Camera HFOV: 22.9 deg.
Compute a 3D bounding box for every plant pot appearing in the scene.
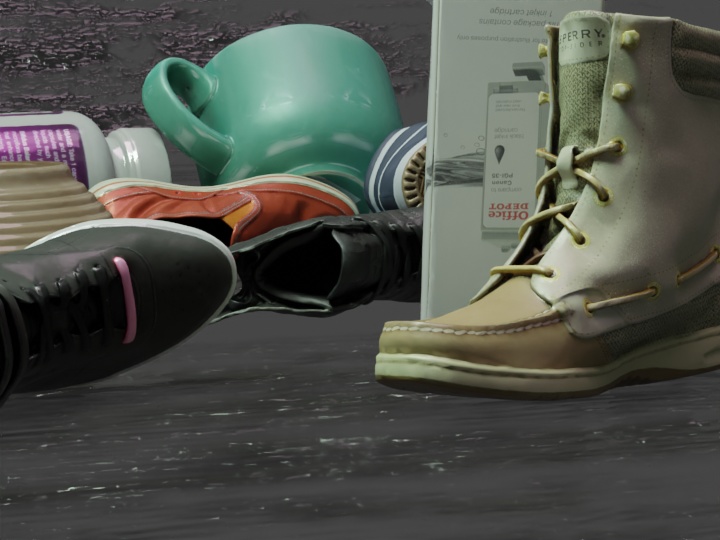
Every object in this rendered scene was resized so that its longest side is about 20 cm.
[{"bbox_3d":[-0.196,-0.007,0.903,0.199,0.093,0.201,-1,7,0],"label":"plant pot"}]

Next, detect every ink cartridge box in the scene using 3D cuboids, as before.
[{"bbox_3d":[0.075,-0.067,0.886,0.082,0.202,0.147,3,7,4],"label":"ink cartridge box"}]

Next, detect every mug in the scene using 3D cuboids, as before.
[{"bbox_3d":[-0.057,-0.081,1.274,0.184,0.153,0.115,-9,51,-7],"label":"mug"}]

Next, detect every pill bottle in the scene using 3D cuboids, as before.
[{"bbox_3d":[-0.235,-0.052,1.220,0.199,0.113,0.112,-4,7,-23],"label":"pill bottle"}]

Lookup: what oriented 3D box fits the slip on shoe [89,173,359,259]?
[{"bbox_3d":[-0.088,-0.023,1.183,0.199,0.074,0.061,1,37,-29],"label":"slip on shoe"}]

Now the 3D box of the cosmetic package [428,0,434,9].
[{"bbox_3d":[0.118,-0.137,1.145,0.082,0.200,0.051,-23,40,19],"label":"cosmetic package"}]

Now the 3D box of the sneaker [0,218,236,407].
[{"bbox_3d":[-0.134,0.025,0.726,0.199,0.071,0.099,-11,11,-22],"label":"sneaker"}]

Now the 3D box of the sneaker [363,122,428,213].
[{"bbox_3d":[0.093,-0.082,1.116,0.199,0.071,0.108,-25,7,-20],"label":"sneaker"}]

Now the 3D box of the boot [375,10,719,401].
[{"bbox_3d":[0.085,-0.028,0.734,0.199,0.156,0.072,-6,8,-39],"label":"boot"}]

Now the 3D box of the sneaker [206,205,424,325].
[{"bbox_3d":[0.000,-0.003,0.985,0.198,0.060,0.104,-6,5,4],"label":"sneaker"}]
